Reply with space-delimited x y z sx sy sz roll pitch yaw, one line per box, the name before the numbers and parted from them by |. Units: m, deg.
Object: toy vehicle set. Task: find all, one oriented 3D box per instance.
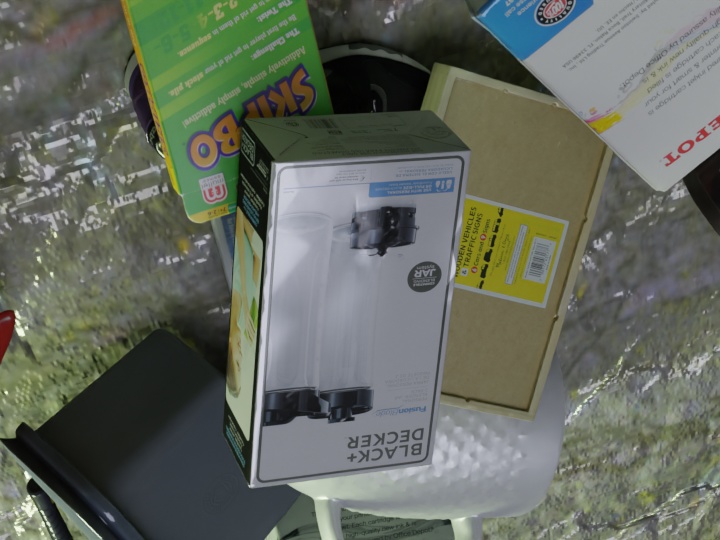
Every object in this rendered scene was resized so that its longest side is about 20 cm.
toy vehicle set | 0.077 -0.015 0.989 0.124 0.026 0.201 14 95 -22

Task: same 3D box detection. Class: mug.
mug | 0.027 0.119 1.077 0.174 0.201 0.148 2 169 -23

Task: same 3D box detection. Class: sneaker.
sneaker | -0.037 -0.083 0.951 0.199 0.088 0.076 0 133 -23

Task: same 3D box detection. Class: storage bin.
storage bin | -0.138 0.139 1.118 0.134 0.145 0.200 -45 140 -16

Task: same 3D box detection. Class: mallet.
mallet | -0.213 0.236 1.220 0.041 0.066 0.201 -19 137 -5

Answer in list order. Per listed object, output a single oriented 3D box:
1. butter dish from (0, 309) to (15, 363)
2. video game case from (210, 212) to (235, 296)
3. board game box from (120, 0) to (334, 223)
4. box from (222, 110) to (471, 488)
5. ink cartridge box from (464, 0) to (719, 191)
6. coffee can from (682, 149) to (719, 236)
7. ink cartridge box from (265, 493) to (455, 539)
butter dish | -0.333 0.093 0.976 0.200 0.148 0.200 -39 164 -54
video game case | 0.000 0.000 1.100 0.181 0.022 0.201 -17 138 -6
board game box | -0.075 -0.132 0.858 0.095 0.030 0.201 -18 107 -13
box | -0.010 0.017 0.892 0.116 0.060 0.201 -4 118 -21
ink cartridge box | 0.148 -0.174 0.892 0.147 0.145 0.200 -38 135 16
coffee can | 0.333 -0.087 1.059 0.146 0.147 0.200 25 120 -39
ink cartridge box | 0.009 0.227 1.207 0.146 0.201 0.083 -7 139 -15
